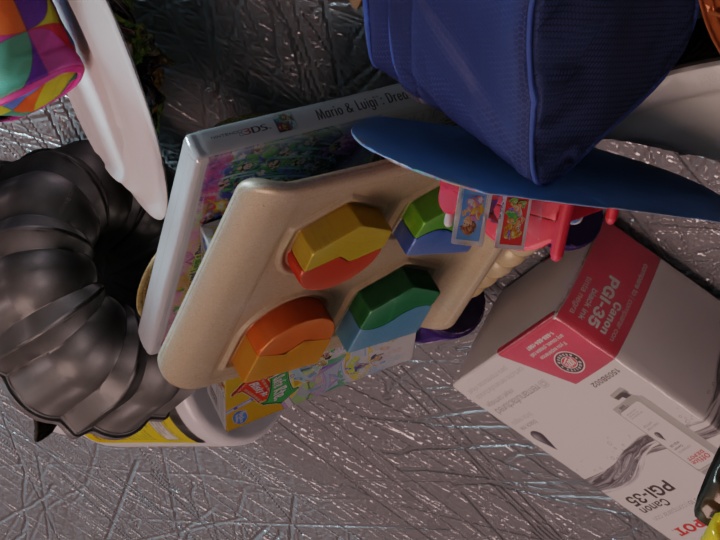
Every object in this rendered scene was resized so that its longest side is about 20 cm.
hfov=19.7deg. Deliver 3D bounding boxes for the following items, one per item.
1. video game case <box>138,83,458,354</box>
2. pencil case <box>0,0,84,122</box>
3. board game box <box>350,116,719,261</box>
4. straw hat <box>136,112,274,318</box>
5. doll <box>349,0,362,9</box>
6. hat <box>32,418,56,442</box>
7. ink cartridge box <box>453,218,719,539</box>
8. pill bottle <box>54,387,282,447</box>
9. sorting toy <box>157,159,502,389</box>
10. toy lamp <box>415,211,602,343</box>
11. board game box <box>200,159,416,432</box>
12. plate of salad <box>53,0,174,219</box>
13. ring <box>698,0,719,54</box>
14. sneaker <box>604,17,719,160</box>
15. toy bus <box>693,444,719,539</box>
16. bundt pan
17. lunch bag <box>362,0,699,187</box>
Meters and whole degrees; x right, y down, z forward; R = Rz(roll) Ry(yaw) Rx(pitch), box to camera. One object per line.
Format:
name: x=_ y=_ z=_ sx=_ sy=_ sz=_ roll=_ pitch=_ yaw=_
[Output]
video game case: x=-0.034 y=-0.033 z=1.227 sx=0.024 sy=0.181 sz=0.200 roll=62 pitch=153 yaw=26
pencil case: x=-0.235 y=-0.180 z=1.195 sx=0.201 sy=0.088 sz=0.088 roll=62 pitch=147 yaw=3
board game box: x=0.088 y=-0.036 z=1.065 sx=0.199 sy=0.039 sz=0.158 roll=6 pitch=-165 yaw=-23
straw hat: x=-0.063 y=-0.050 z=1.288 sx=0.202 sy=0.200 sz=0.085 roll=97 pitch=149 yaw=-58
doll: x=-0.063 y=-0.225 z=1.085 sx=0.199 sy=0.049 sz=0.137 roll=37 pitch=158 yaw=0
hat: x=-0.184 y=0.021 z=1.443 sx=0.080 sy=0.202 sz=0.201 roll=2 pitch=146 yaw=2
ink cartridge box: x=0.181 y=0.075 z=1.290 sx=0.199 sy=0.083 sz=0.146 roll=35 pitch=149 yaw=-9
pill bottle: x=-0.157 y=0.075 z=1.546 sx=0.199 sy=0.115 sz=0.114 roll=-5 pitch=136 yaw=43
sorting toy: x=0.000 y=0.000 z=1.170 sx=0.037 sy=0.199 sz=0.186 roll=62 pitch=145 yaw=27
toy lamp: x=0.078 y=-0.003 z=1.290 sx=0.058 sy=0.058 sz=0.200 roll=35 pitch=147 yaw=-9
board game box: x=-0.028 y=0.016 z=1.252 sx=0.200 sy=0.134 sz=0.034 roll=94 pitch=151 yaw=-60
plate of salad: x=-0.148 y=-0.127 z=1.243 sx=0.201 sy=0.048 sz=0.201 roll=59 pitch=162 yaw=31
ring: x=0.251 y=-0.128 z=0.941 sx=0.199 sy=0.019 sz=0.201 roll=11 pitch=136 yaw=10
sneaker: x=0.159 y=-0.082 z=1.084 sx=0.199 sy=0.073 sz=0.085 roll=-4 pitch=134 yaw=42
toy bus: x=0.276 y=0.064 z=1.091 sx=0.135 sy=0.201 sz=0.193 roll=24 pitch=142 yaw=7
bundt pan: x=-0.161 y=0.003 z=1.342 sx=0.202 sy=0.203 sz=0.076 roll=42 pitch=138 yaw=-21
lunch bag: x=0.072 y=-0.158 z=0.966 sx=0.132 sy=0.136 sz=0.201 roll=35 pitch=152 yaw=26
